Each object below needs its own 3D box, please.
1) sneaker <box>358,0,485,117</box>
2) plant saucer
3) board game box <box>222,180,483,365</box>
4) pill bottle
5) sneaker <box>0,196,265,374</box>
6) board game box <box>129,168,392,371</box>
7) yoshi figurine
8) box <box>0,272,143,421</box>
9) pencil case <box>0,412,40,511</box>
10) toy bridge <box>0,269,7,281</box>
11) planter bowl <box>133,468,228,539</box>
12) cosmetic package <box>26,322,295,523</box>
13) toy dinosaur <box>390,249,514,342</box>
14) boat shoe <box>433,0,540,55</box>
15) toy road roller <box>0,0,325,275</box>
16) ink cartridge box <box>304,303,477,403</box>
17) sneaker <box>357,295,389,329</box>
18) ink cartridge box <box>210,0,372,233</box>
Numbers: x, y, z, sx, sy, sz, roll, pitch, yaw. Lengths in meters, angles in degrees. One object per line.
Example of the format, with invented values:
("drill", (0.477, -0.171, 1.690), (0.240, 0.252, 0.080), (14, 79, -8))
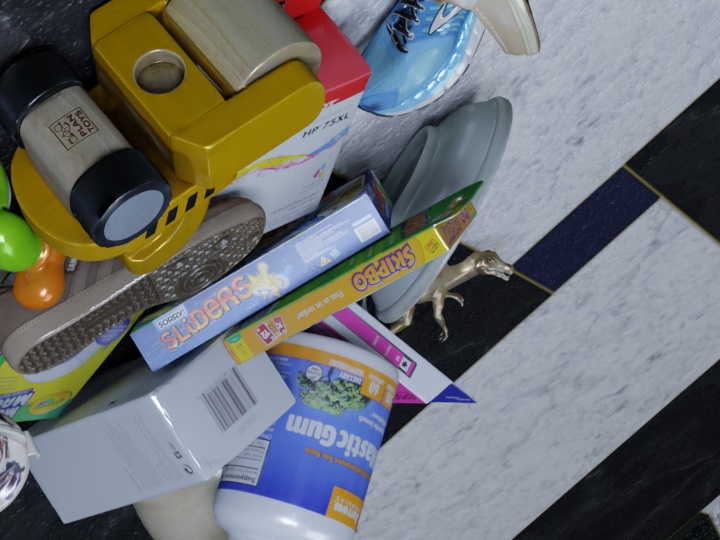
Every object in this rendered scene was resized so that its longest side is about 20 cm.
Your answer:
("sneaker", (0.048, -0.197, 1.515), (0.090, 0.078, 0.200), (17, 117, -46))
("plant saucer", (0.049, -0.057, 1.713), (0.200, 0.050, 0.200), (-58, -169, 17))
("board game box", (0.000, 0.000, 1.545), (0.200, 0.030, 0.096), (-31, -173, 22))
("pill bottle", (-0.048, 0.156, 1.671), (0.112, 0.112, 0.200), (51, 52, -68))
("sneaker", (-0.161, -0.011, 1.449), (0.200, 0.076, 0.070), (-29, 157, -17))
("board game box", (-0.070, -0.003, 1.612), (0.200, 0.034, 0.135), (-31, -172, 6))
("yoshi figurine", (-0.263, -0.015, 1.326), (0.112, 0.112, 0.200), (-35, 156, 9))
("box", (-0.228, 0.047, 1.574), (0.200, 0.048, 0.117), (-48, 156, 26))
("pencil case", (-0.301, 0.098, 1.448), (0.089, 0.078, 0.200), (-26, 143, 18))
("toy bridge", (-0.304, 0.057, 1.502), (0.200, 0.027, 0.067), (-48, 157, 20))
("planter bowl", (-0.116, 0.154, 1.793), (0.200, 0.200, 0.135), (-45, 133, 16))
("cosmetic package", (-0.157, 0.114, 1.635), (0.200, 0.081, 0.113), (-20, -165, 46))
("toy dinosaur", (0.036, 0.020, 1.940), (0.200, 0.058, 0.101), (-10, 129, -28))
("boat shoe", (0.057, -0.209, 1.421), (0.065, 0.072, 0.200), (-26, 133, 12))
("toy road roller", (-0.124, -0.086, 1.362), (0.200, 0.123, 0.146), (-35, 158, -14))
("ink cartridge box", (-0.005, 0.065, 1.759), (0.200, 0.095, 0.037), (37, 67, -30))
("sneaker", (-0.017, 0.010, 1.811), (0.200, 0.072, 0.083), (75, 24, -48))
("ink cartridge box", (-0.068, -0.104, 1.493), (0.116, 0.067, 0.200), (-25, 156, -31))
